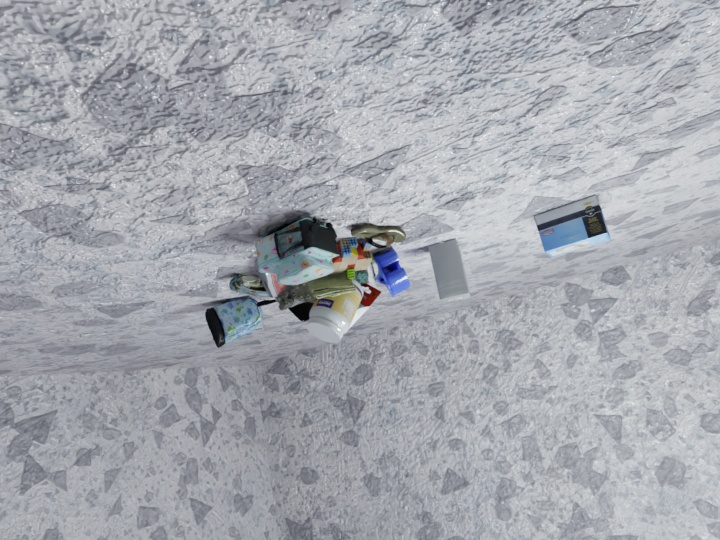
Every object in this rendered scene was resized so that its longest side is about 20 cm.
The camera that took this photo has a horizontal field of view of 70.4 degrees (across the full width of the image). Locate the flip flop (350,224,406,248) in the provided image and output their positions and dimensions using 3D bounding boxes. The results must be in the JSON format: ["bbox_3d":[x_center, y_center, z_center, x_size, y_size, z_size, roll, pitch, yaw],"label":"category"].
[{"bbox_3d":[0.054,-0.095,1.494,0.081,0.058,0.199,-24,161,40],"label":"flip flop"}]

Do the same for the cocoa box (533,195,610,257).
[{"bbox_3d":[0.698,-0.139,1.680,0.199,0.132,0.133,-19,164,27],"label":"cocoa box"}]

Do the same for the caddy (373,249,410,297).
[{"bbox_3d":[0.099,0.014,1.759,0.104,0.142,0.200,-24,165,2],"label":"caddy"}]

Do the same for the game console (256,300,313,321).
[{"bbox_3d":[-0.268,0.144,1.952,0.175,0.117,0.200,-16,180,19],"label":"game console"}]

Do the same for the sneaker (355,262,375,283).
[{"bbox_3d":[0.000,0.000,1.747,0.090,0.078,0.200,-10,152,3],"label":"sneaker"}]

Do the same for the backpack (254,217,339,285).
[{"bbox_3d":[-0.173,-0.043,1.341,0.199,0.155,0.176,-10,173,24],"label":"backpack"}]

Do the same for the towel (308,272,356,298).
[{"bbox_3d":[-0.104,0.026,1.643,0.147,0.200,0.037,-6,120,-15],"label":"towel"}]

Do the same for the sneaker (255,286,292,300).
[{"bbox_3d":[-0.288,0.059,1.833,0.198,0.081,0.074,0,-151,-1],"label":"sneaker"}]

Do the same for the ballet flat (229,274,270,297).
[{"bbox_3d":[-0.339,0.048,1.711,0.199,0.075,0.074,4,159,-44],"label":"ballet flat"}]

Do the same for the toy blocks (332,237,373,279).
[{"bbox_3d":[-0.042,-0.048,1.567,0.198,0.101,0.137,-8,154,-15],"label":"toy blocks"}]

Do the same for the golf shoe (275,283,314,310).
[{"bbox_3d":[-0.195,0.073,1.737,0.199,0.079,0.097,-19,176,30],"label":"golf shoe"}]

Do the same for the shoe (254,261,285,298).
[{"bbox_3d":[-0.272,0.008,1.631,0.091,0.071,0.201,-38,155,-18],"label":"shoe"}]

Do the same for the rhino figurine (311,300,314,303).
[{"bbox_3d":[-0.169,0.062,1.862,0.059,0.088,0.200,-7,165,-17],"label":"rhino figurine"}]

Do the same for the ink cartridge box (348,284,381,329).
[{"bbox_3d":[-0.041,0.113,1.852,0.160,0.200,0.047,28,160,51],"label":"ink cartridge box"}]

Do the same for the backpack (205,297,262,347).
[{"bbox_3d":[-0.476,0.185,1.976,0.199,0.164,0.154,-9,153,-36],"label":"backpack"}]

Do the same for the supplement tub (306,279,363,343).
[{"bbox_3d":[-0.086,0.126,1.718,0.144,0.201,0.146,17,148,11],"label":"supplement tub"}]

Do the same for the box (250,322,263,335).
[{"bbox_3d":[-0.524,0.261,2.404,0.116,0.061,0.200,-7,165,-18],"label":"box"}]

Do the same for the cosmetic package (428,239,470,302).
[{"bbox_3d":[0.311,0.002,1.789,0.106,0.202,0.090,-12,164,15],"label":"cosmetic package"}]
